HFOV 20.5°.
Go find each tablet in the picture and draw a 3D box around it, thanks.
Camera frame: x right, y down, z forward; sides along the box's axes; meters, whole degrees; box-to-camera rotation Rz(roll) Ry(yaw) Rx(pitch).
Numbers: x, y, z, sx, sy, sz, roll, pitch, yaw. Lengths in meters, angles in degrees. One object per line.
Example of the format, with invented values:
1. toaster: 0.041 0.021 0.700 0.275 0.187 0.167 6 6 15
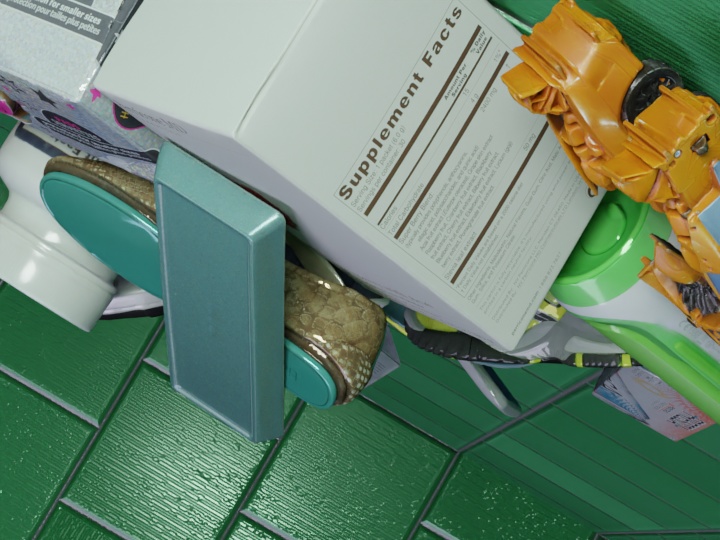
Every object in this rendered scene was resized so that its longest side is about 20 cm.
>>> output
1. tablet: 0.046 0.018 1.387 0.200 0.014 0.130 55 -176 11

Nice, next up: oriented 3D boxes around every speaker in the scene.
1. speaker: 0.174 0.023 1.000 0.200 0.089 0.088 36 171 -35

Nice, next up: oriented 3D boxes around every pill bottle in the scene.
1. pill bottle: -0.128 -0.071 1.094 0.111 0.200 0.111 32 175 3

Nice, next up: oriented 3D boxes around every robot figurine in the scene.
1. robot figurine: 0.138 -0.024 0.831 0.145 0.058 0.200 47 180 44

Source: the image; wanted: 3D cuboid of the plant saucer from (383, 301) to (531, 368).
1. plant saucer: 0.045 -0.020 1.242 0.200 0.036 0.200 30 154 17

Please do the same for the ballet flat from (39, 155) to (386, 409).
1. ballet flat: -0.070 -0.006 1.011 0.200 0.065 0.071 37 148 10

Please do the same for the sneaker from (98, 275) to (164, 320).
1. sneaker: -0.070 0.013 1.181 0.073 0.199 0.112 -117 9 -49

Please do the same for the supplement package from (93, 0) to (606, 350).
1. supplement package: 0.004 -0.071 0.906 0.200 0.120 0.121 37 171 -39

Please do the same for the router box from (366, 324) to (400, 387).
1. router box: -0.064 -0.032 1.332 0.200 0.049 0.180 39 -155 -45

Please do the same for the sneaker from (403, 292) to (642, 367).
1. sneaker: 0.107 0.016 1.132 0.200 0.077 0.075 -2 179 43

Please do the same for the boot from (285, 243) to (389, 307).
1. boot: 0.000 0.000 1.084 0.073 0.200 0.090 88 158 -54

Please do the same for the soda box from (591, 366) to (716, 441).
1. soda box: 0.195 0.057 1.222 0.068 0.064 0.200 30 172 5

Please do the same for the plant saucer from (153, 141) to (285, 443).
1. plant saucer: -0.068 0.019 0.956 0.070 0.019 0.200 32 152 18

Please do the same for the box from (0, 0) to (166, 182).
1. box: -0.143 -0.139 0.985 0.200 0.132 0.115 24 171 38

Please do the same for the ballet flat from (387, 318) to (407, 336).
1. ballet flat: 0.033 0.004 1.533 0.200 0.067 0.067 31 152 10
